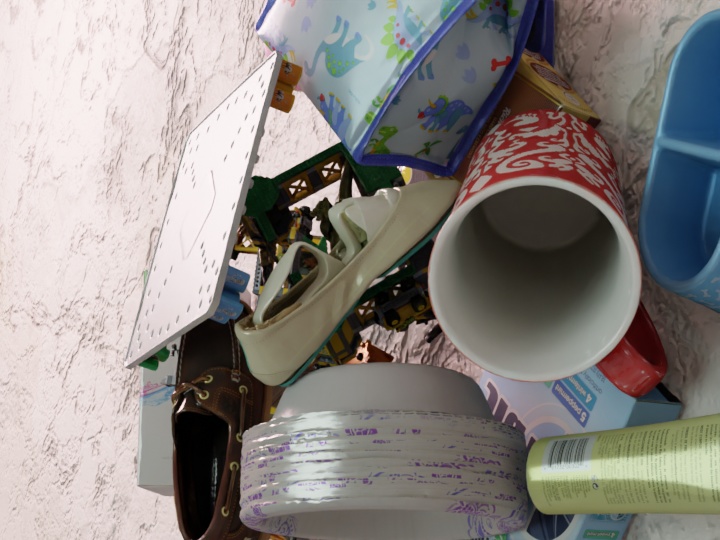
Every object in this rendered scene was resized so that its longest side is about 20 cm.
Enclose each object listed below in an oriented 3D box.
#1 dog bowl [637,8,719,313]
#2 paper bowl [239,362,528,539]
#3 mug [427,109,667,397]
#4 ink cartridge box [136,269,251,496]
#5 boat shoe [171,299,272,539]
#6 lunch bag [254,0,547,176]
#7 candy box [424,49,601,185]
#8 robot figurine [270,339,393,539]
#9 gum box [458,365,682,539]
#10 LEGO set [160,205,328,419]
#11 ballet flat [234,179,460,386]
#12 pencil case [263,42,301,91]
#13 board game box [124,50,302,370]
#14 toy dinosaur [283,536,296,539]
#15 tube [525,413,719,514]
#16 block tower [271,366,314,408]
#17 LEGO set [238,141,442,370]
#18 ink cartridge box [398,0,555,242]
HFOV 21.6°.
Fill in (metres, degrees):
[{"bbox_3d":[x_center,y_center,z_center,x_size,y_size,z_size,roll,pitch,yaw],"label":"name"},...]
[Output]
[{"bbox_3d":[0.232,-0.074,1.206,0.111,0.049,0.202,24,104,60],"label":"dog bowl"},{"bbox_3d":[0.016,0.126,1.305,0.200,0.199,0.106,-24,63,57],"label":"paper bowl"},{"bbox_3d":[0.123,-0.008,1.261,0.200,0.132,0.179,-73,-31,-68],"label":"mug"},{"bbox_3d":[-0.154,0.108,1.765,0.145,0.086,0.202,63,-154,-80],"label":"ink cartridge box"},{"bbox_3d":[-0.105,0.109,1.380,0.070,0.070,0.202,-22,64,32],"label":"boat shoe"},{"bbox_3d":[0.040,-0.198,1.351,0.170,0.127,0.201,51,123,35],"label":"lunch bag"},{"bbox_3d":[0.079,-0.134,1.425,0.117,0.056,0.200,-53,54,20],"label":"candy box"},{"bbox_3d":[-0.009,0.156,1.499,0.201,0.144,0.058,-55,21,24],"label":"robot figurine"},{"bbox_3d":[0.133,0.132,1.344,0.170,0.044,0.202,52,129,52],"label":"gum box"},{"bbox_3d":[-0.106,0.039,1.662,0.154,0.115,0.202,5,-89,-76],"label":"LEGO set"},{"bbox_3d":[-0.012,-0.008,1.299,0.200,0.070,0.069,-47,25,-16],"label":"ballet flat"},{"bbox_3d":[-0.012,-0.232,1.650,0.200,0.086,0.083,-38,72,51],"label":"pencil case"},{"bbox_3d":[-0.109,-0.037,1.387,0.200,0.026,0.202,-31,42,62],"label":"board game box"},{"bbox_3d":[-0.012,0.183,1.449,0.102,0.201,0.077,-39,9,-2],"label":"toy dinosaur"},{"bbox_3d":[0.199,0.125,1.192,0.199,0.052,0.058,-10,116,37],"label":"tube"},{"bbox_3d":[-0.047,0.083,1.528,0.058,0.200,0.054,-44,71,1],"label":"block tower"},{"bbox_3d":[0.000,0.000,1.427,0.200,0.153,0.116,50,171,38],"label":"LEGO set"},{"bbox_3d":[0.080,-0.126,1.500,0.200,0.047,0.200,-17,69,61],"label":"ink cartridge box"}]
